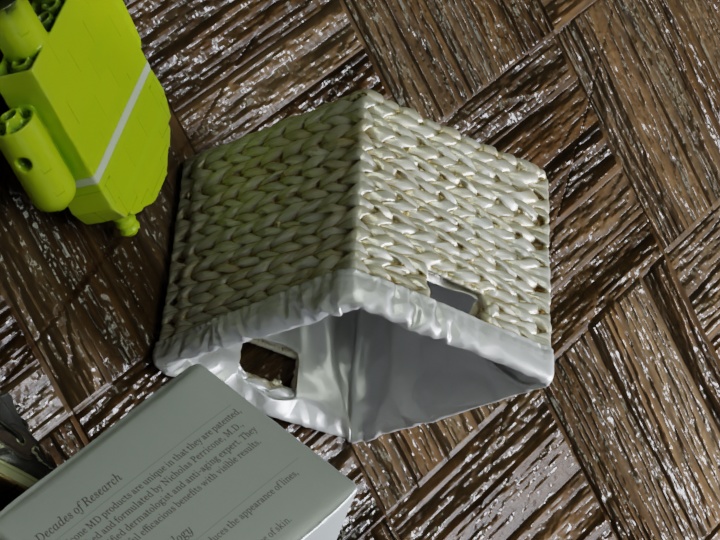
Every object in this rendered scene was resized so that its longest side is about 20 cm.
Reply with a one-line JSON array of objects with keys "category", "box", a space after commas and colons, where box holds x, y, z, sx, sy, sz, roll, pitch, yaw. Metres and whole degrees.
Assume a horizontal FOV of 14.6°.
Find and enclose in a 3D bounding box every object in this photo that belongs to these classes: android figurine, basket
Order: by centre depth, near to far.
[{"category": "android figurine", "box": [-0.179, -0.113, 1.803, 0.182, 0.041, 0.200, -73, 145, -45]}, {"category": "basket", "box": [0.000, 0.000, 1.866, 0.198, 0.200, 0.162, 22, 62, -39]}]

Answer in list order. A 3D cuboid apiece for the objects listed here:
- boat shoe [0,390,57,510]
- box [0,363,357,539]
[{"category": "boat shoe", "box": [-0.230, 0.099, 1.700, 0.200, 0.073, 0.065, 33, 62, -34]}, {"category": "box", "box": [-0.128, 0.199, 1.662, 0.131, 0.199, 0.200, 36, 45, 17]}]
